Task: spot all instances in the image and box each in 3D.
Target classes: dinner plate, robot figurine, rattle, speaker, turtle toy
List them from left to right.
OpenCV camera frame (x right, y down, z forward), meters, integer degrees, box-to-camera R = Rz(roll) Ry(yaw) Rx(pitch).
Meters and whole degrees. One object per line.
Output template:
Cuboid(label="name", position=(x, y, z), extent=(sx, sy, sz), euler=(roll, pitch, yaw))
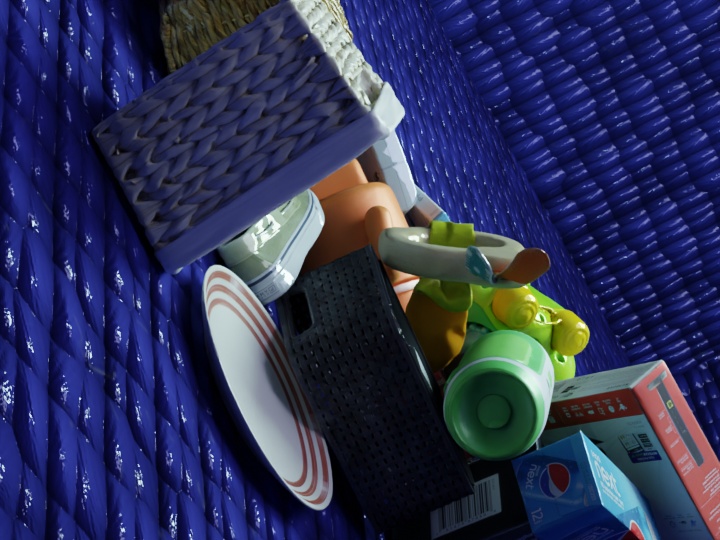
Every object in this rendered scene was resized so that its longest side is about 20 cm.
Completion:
Cuboid(label="dinner plate", position=(-0.076, 0.091, 1.488), extent=(0.201, 0.024, 0.201), euler=(60, 11, -19))
Cuboid(label="robot figurine", position=(0.000, 0.000, 1.801), extent=(0.116, 0.143, 0.202), euler=(-10, 73, -55))
Cuboid(label="rattle", position=(0.086, 0.033, 1.640), extent=(0.129, 0.144, 0.200), euler=(18, 4, -32))
Cuboid(label="speaker", position=(0.116, 0.101, 1.635), extent=(0.089, 0.088, 0.200), euler=(64, 10, -2))
Cuboid(label="turtle toy", position=(0.139, 0.055, 1.856), extent=(0.199, 0.102, 0.146), euler=(29, 11, -39))

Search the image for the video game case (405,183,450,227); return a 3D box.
Cuboid(label="video game case", position=(0.040, -0.070, 1.966), extent=(0.200, 0.018, 0.143), euler=(44, -8, 36))

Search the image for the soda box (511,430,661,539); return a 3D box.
Cuboid(label="soda box", position=(0.192, 0.202, 1.620), extent=(0.200, 0.064, 0.068), euler=(42, 28, -57))

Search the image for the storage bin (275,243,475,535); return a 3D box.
Cuboid(label="storage bin", position=(0.012, 0.098, 1.628), extent=(0.136, 0.093, 0.201), euler=(-107, 172, -59))

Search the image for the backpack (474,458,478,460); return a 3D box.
Cuboid(label="backpack", position=(0.106, 0.104, 2.005), extent=(0.200, 0.150, 0.178), euler=(48, 17, -38))

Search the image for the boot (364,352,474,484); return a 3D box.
Cuboid(label="boot", position=(0.099, 0.171, 1.803), extent=(0.201, 0.143, 0.073), euler=(59, 5, -33))

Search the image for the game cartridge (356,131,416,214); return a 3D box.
Cuboid(label="game cartridge", position=(-0.016, -0.127, 1.904), extent=(0.201, 0.041, 0.133), euler=(64, -27, 10))

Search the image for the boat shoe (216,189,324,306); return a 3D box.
Cuboid(label="boat shoe", position=(-0.076, -0.039, 1.651), extent=(0.062, 0.071, 0.200), euler=(62, 14, -20))

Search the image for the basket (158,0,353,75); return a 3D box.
Cuboid(label="basket", position=(-0.097, -0.214, 1.736), extent=(0.150, 0.141, 0.201), euler=(-96, 162, -47))

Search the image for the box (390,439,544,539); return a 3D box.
Cuboid(label="box", position=(0.134, 0.270, 1.730), extent=(0.201, 0.147, 0.108), euler=(58, 17, -31))

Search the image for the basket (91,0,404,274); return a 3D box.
Cuboid(label="basket", position=(-0.083, -0.108, 1.457), extent=(0.124, 0.199, 0.136), euler=(58, 12, -7))

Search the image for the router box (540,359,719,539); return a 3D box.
Cuboid(label="router box", position=(0.235, 0.180, 1.759), extent=(0.199, 0.049, 0.181), euler=(-19, -77, 57))
